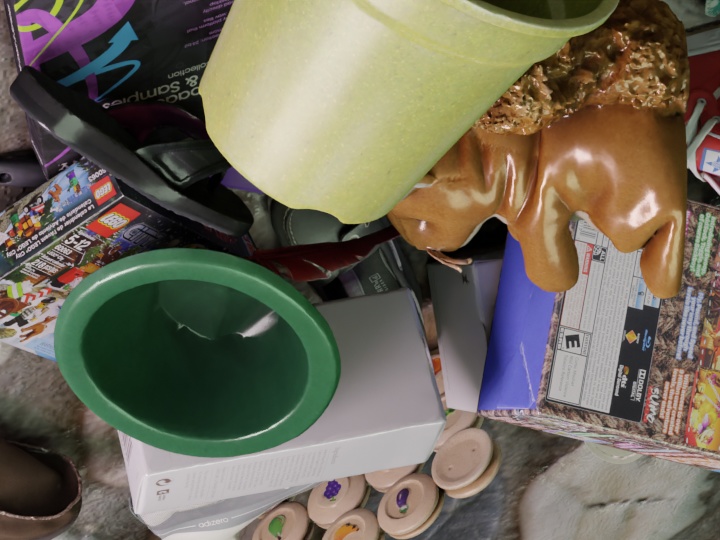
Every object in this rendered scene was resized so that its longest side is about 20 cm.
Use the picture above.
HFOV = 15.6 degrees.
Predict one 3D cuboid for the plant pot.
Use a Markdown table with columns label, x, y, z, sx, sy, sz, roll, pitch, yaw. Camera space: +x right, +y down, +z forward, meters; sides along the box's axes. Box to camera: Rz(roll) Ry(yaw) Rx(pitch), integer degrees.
| label | x | y | z | sx | sy | sz | roll | pitch | yaw |
| --- | --- | --- | --- | --- | --- | --- | --- | --- | --- |
| plant pot | 0.008 | -0.133 | 1.419 | 0.200 | 0.201 | 0.185 | 5 | 133 | -38 |

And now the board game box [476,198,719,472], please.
| label | x | y | z | sx | sy | sz | roll | pitch | yaw |
| --- | --- | --- | --- | --- | --- | --- | --- | --- | --- |
| board game box | 0.196 | 0.038 | 1.727 | 0.199 | 0.160 | 0.097 | 15 | 171 | -21 |

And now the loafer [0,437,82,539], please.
| label | x | y | z | sx | sy | sz | roll | pitch | yaw |
| --- | --- | --- | --- | --- | --- | --- | --- | --- | --- |
| loafer | -0.259 | 0.134 | 1.724 | 0.199 | 0.073 | 0.071 | 8 | 135 | -41 |

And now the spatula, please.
| label | x | y | z | sx | sy | sz | roll | pitch | yaw |
| --- | --- | --- | --- | --- | --- | --- | --- | --- | --- |
| spatula | -0.133 | -0.063 | 1.588 | 0.199 | 0.021 | 0.057 | -5 | 145 | -28 |

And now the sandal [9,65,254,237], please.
| label | x | y | z | sx | sy | sz | roll | pitch | yaw |
| --- | --- | --- | --- | --- | --- | --- | --- | --- | --- |
| sandal | -0.114 | -0.071 | 1.487 | 0.048 | 0.075 | 0.200 | -51 | 143 | 7 |

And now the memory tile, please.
| label | x | y | z | sx | sy | sz | roll | pitch | yaw |
| --- | --- | --- | --- | --- | --- | --- | --- | --- | --- |
| memory tile | 0.004 | 0.145 | 1.852 | 0.200 | 0.154 | 0.017 | -34 | 126 | 12 |

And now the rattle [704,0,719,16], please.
| label | x | y | z | sx | sy | sz | roll | pitch | yaw |
| --- | --- | --- | --- | --- | --- | --- | --- | --- | --- |
| rattle | 0.227 | -0.224 | 1.604 | 0.130 | 0.144 | 0.200 | -9 | 177 | 36 |

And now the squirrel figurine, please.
| label | x | y | z | sx | sy | sz | roll | pitch | yaw |
| --- | --- | --- | --- | --- | --- | --- | --- | --- | --- |
| squirrel figurine | 0.100 | -0.085 | 1.563 | 0.185 | 0.142 | 0.201 | 1 | 132 | 2 |

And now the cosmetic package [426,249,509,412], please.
| label | x | y | z | sx | sy | sz | roll | pitch | yaw |
| --- | --- | --- | --- | --- | --- | --- | --- | --- | --- |
| cosmetic package | 0.156 | 0.030 | 1.810 | 0.199 | 0.108 | 0.085 | -8 | -176 | -22 |

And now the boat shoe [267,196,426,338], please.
| label | x | y | z | sx | sy | sz | roll | pitch | yaw |
| --- | --- | --- | --- | --- | --- | --- | --- | --- | --- |
| boat shoe | 0.000 | 0.000 | 1.730 | 0.067 | 0.057 | 0.200 | -30 | 147 | 6 |

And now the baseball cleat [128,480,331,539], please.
| label | x | y | z | sx | sy | sz | roll | pitch | yaw |
| --- | --- | --- | --- | --- | --- | --- | --- | --- | --- |
| baseball cleat | -0.073 | 0.123 | 1.841 | 0.200 | 0.070 | 0.106 | -40 | 131 | 6 |

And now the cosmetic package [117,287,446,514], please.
| label | x | y | z | sx | sy | sz | roll | pitch | yaw |
| --- | --- | --- | --- | --- | --- | --- | --- | --- | --- |
| cosmetic package | -0.055 | 0.083 | 1.682 | 0.199 | 0.102 | 0.074 | -8 | 155 | -14 |

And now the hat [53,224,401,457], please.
| label | x | y | z | sx | sy | sz | roll | pitch | yaw |
| --- | --- | --- | --- | --- | --- | --- | --- | --- | --- |
| hat | -0.084 | 0.001 | 1.623 | 0.165 | 0.177 | 0.200 | -33 | 123 | 30 |

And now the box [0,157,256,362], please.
| label | x | y | z | sx | sy | sz | roll | pitch | yaw |
| --- | --- | --- | --- | --- | --- | --- | --- | --- | --- |
| box | -0.159 | -0.001 | 1.604 | 0.136 | 0.038 | 0.200 | -32 | 157 | 14 |

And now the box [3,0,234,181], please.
| label | x | y | z | sx | sy | sz | roll | pitch | yaw |
| --- | --- | --- | --- | --- | --- | --- | --- | --- | --- |
| box | -0.125 | -0.140 | 1.476 | 0.142 | 0.036 | 0.200 | -19 | 148 | -11 |

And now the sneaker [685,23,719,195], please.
| label | x | y | z | sx | sy | sz | roll | pitch | yaw |
| --- | --- | --- | --- | --- | --- | --- | --- | --- | --- |
| sneaker | 0.191 | -0.085 | 1.691 | 0.199 | 0.113 | 0.071 | -19 | 146 | -10 |

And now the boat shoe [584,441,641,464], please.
| label | x | y | z | sx | sy | sz | roll | pitch | yaw |
| --- | --- | --- | --- | --- | --- | --- | --- | --- | --- |
| boat shoe | 0.227 | 0.051 | 1.952 | 0.071 | 0.061 | 0.202 | 30 | 118 | 0 |
